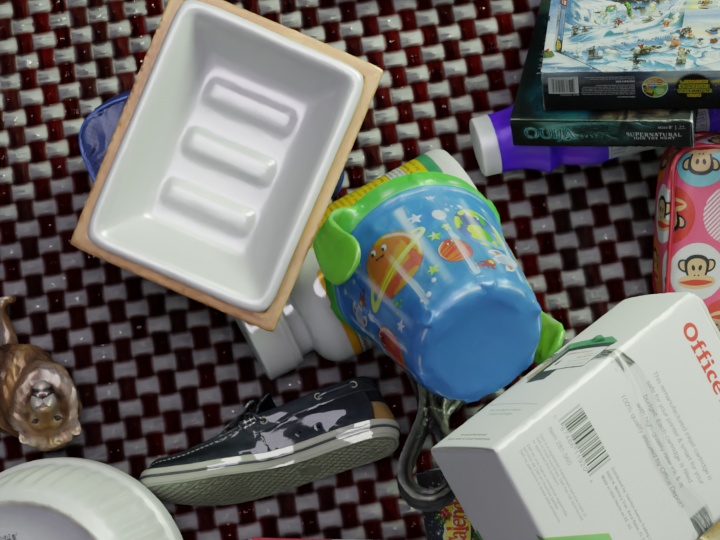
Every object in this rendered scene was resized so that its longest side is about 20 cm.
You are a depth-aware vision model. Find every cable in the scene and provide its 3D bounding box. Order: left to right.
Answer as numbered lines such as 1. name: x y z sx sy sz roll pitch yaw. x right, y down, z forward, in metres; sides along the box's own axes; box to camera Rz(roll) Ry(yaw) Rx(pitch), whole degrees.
1. cable: 0.058 0.088 1.329 0.097 0.050 0.200 17 42 14

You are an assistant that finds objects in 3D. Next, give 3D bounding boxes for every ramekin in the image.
1. ramekin: -0.228 0.237 1.285 0.200 0.105 0.200 0 88 10

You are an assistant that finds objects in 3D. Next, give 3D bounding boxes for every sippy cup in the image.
1. sippy cup: 0.059 0.019 1.244 0.178 0.140 0.130 -13 34 -17

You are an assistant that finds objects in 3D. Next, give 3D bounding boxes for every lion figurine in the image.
1. lion figurine: -0.313 0.089 1.371 0.200 0.072 0.123 -11 89 13

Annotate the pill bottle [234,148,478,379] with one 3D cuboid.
1. pill bottle: 0.000 0.000 1.357 0.200 0.113 0.113 -29 78 -6

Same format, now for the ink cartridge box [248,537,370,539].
1. ink cartridge box: -0.010 0.294 1.273 0.145 0.083 0.200 -4 75 33

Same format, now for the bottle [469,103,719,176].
1. bottle: 0.187 -0.120 1.399 0.200 0.084 0.065 -15 113 -3

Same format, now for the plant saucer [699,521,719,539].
1. plant saucer: 0.222 0.263 1.331 0.200 0.035 0.200 0 76 1

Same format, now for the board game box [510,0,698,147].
1. board game box: 0.197 -0.167 1.372 0.135 0.028 0.200 1 44 16

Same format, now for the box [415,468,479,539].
1. box: 0.125 0.234 1.300 0.136 0.038 0.200 -11 86 18

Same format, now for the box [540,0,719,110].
1. box: 0.238 -0.174 1.319 0.200 0.040 0.137 1 44 12

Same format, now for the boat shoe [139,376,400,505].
1. boat shoe: -0.070 0.129 1.347 0.200 0.075 0.062 -17 64 4

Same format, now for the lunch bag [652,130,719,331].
1. lunch bag: 0.324 -0.015 1.358 0.200 0.082 0.176 2 100 1

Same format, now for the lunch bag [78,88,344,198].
1. lunch bag: -0.103 -0.090 1.369 0.200 0.132 0.136 -20 93 1

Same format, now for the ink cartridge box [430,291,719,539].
1. ink cartridge box: 0.171 0.126 1.220 0.200 0.084 0.146 -34 102 -27

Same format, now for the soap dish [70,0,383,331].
1. soap dish: -0.094 -0.079 1.263 0.157 0.081 0.200 23 94 0

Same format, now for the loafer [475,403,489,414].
1. loafer: 0.178 0.152 1.344 0.200 0.068 0.070 12 85 9
